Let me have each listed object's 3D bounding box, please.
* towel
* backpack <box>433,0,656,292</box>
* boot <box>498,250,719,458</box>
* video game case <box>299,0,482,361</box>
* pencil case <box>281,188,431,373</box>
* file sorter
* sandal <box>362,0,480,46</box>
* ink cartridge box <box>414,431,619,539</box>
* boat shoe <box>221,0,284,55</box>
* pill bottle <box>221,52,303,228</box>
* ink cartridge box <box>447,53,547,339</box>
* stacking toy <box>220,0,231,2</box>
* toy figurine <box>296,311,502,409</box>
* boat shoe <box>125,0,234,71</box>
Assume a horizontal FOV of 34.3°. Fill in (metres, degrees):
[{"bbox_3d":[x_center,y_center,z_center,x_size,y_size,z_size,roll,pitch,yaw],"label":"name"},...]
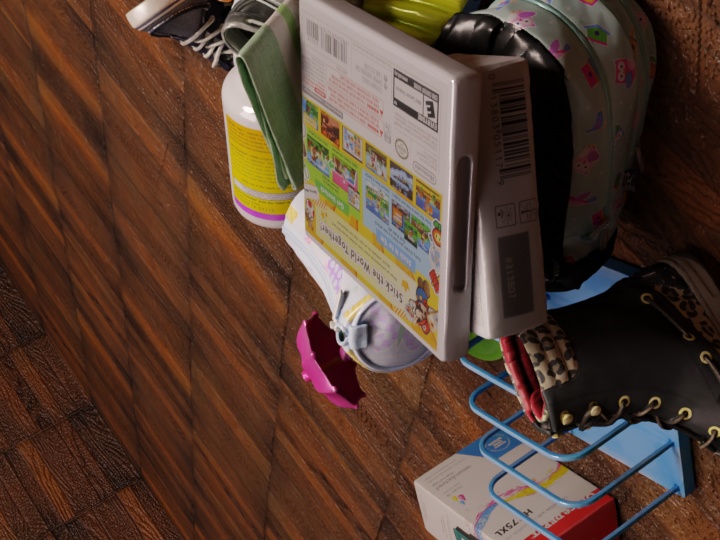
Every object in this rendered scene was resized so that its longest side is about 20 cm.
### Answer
[{"bbox_3d":[-0.016,-0.173,0.864,0.023,0.200,0.153,23,153,25],"label":"towel"},{"bbox_3d":[0.117,-0.103,0.795,0.167,0.127,0.200,32,144,28],"label":"backpack"},{"bbox_3d":[0.193,0.096,0.770,0.074,0.153,0.204,105,146,-62],"label":"boot"},{"bbox_3d":[0.013,-0.067,0.744,0.200,0.023,0.183,42,139,51],"label":"video game case"},{"bbox_3d":[0.000,0.000,0.959,0.200,0.090,0.083,-120,11,-54],"label":"pencil case"},{"bbox_3d":[0.164,0.099,0.923,0.139,0.122,0.201,27,138,51],"label":"file sorter"},{"bbox_3d":[0.039,-0.161,0.870,0.079,0.087,0.200,33,102,26],"label":"sandal"},{"bbox_3d":[0.158,0.237,1.088,0.200,0.116,0.067,29,140,49],"label":"ink cartridge box"},{"bbox_3d":[-0.031,-0.163,0.998,0.200,0.071,0.072,30,141,-2],"label":"boat shoe"},{"bbox_3d":[-0.084,-0.144,1.168,0.104,0.104,0.200,44,151,33],"label":"pill bottle"},{"bbox_3d":[0.045,-0.057,0.762,0.200,0.057,0.163,-152,52,-65],"label":"ink cartridge box"},{"bbox_3d":[-0.067,-0.252,1.044,0.200,0.116,0.110,44,129,-3],"label":"stacking toy"},{"bbox_3d":[0.032,0.047,1.049,0.150,0.184,0.200,56,155,12],"label":"toy figurine"},{"bbox_3d":[-0.148,-0.237,1.133,0.075,0.200,0.093,-26,101,27],"label":"boat shoe"}]
